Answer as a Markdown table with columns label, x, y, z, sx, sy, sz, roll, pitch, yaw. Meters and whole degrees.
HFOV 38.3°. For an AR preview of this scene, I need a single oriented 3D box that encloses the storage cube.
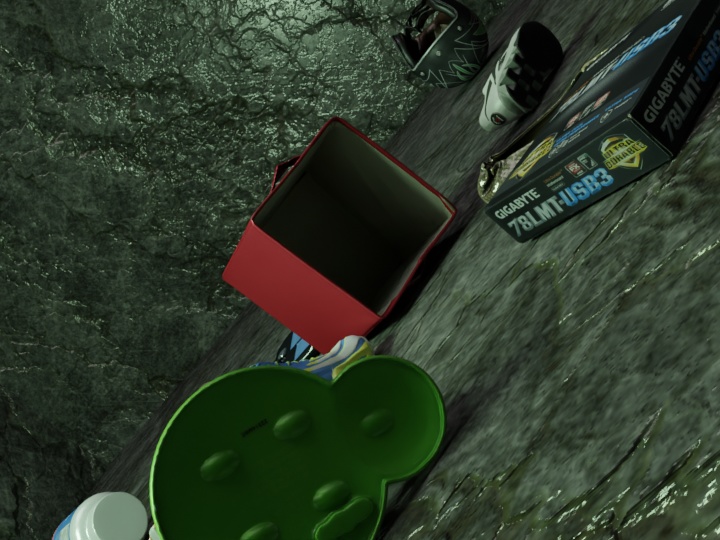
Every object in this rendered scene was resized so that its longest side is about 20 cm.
| label | x | y | z | sx | sy | sz | roll | pitch | yaw |
| --- | --- | --- | --- | --- | --- | --- | --- | --- | --- |
| storage cube | -0.029 | -0.031 | 1.181 | 0.171 | 0.200 | 0.180 | -55 | 2 | -27 |

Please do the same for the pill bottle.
| label | x | y | z | sx | sy | sz | roll | pitch | yaw |
| --- | --- | --- | --- | --- | --- | --- | --- | --- | --- |
| pill bottle | -0.384 | 0.394 | 1.545 | 0.200 | 0.112 | 0.112 | -41 | 12 | 51 |

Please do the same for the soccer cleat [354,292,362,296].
| label | x | y | z | sx | sy | sz | roll | pitch | yaw |
| --- | --- | --- | --- | --- | --- | --- | --- | --- | --- |
| soccer cleat | 0.000 | 0.000 | 1.354 | 0.073 | 0.068 | 0.200 | -46 | 4 | 35 |

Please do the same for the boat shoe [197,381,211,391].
| label | x | y | z | sx | sy | sz | roll | pitch | yaw |
| --- | --- | --- | --- | --- | --- | --- | --- | --- | --- |
| boat shoe | -0.257 | 0.253 | 1.686 | 0.200 | 0.072 | 0.068 | -57 | 4 | 48 |

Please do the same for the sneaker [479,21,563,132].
| label | x | y | z | sx | sy | sz | roll | pitch | yaw |
| --- | --- | --- | --- | --- | --- | --- | --- | --- | --- |
| sneaker | 0.202 | -0.255 | 1.364 | 0.089 | 0.074 | 0.200 | -40 | 12 | 47 |

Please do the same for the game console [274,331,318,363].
| label | x | y | z | sx | sy | sz | roll | pitch | yaw |
| --- | --- | --- | --- | --- | --- | --- | --- | --- | --- |
| game console | -0.057 | 0.076 | 1.463 | 0.200 | 0.031 | 0.177 | -49 | 7 | 15 |

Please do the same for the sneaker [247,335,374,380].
| label | x | y | z | sx | sy | sz | roll | pitch | yaw |
| --- | --- | --- | --- | --- | --- | --- | --- | --- | --- |
| sneaker | -0.057 | 0.105 | 0.991 | 0.076 | 0.105 | 0.200 | -45 | 9 | 34 |

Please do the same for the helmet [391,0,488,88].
| label | x | y | z | sx | sy | sz | roll | pitch | yaw |
| --- | --- | --- | --- | --- | --- | --- | --- | --- | --- |
| helmet | 0.183 | -0.488 | 2.243 | 0.200 | 0.191 | 0.200 | -28 | -27 | -16 |

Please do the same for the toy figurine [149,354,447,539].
| label | x | y | z | sx | sy | sz | roll | pitch | yaw |
| --- | --- | --- | --- | --- | --- | --- | --- | --- | --- |
| toy figurine | -0.045 | 0.140 | 0.743 | 0.200 | 0.150 | 0.184 | -30 | -7 | -12 |

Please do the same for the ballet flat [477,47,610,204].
| label | x | y | z | sx | sy | sz | roll | pitch | yaw |
| --- | --- | --- | --- | --- | --- | --- | --- | --- | --- |
| ballet flat | 0.183 | -0.143 | 1.002 | 0.200 | 0.046 | 0.067 | -48 | 8 | 20 |

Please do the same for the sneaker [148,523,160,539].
| label | x | y | z | sx | sy | sz | roll | pitch | yaw |
| --- | --- | --- | --- | --- | --- | --- | --- | --- | --- |
| sneaker | -0.136 | 0.241 | 0.874 | 0.077 | 0.078 | 0.200 | -43 | -10 | -37 |

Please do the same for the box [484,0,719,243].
| label | x | y | z | sx | sy | sz | roll | pitch | yaw |
| --- | --- | --- | --- | --- | --- | --- | --- | --- | --- |
| box | 0.204 | -0.131 | 0.812 | 0.199 | 0.050 | 0.200 | -55 | 9 | -27 |
